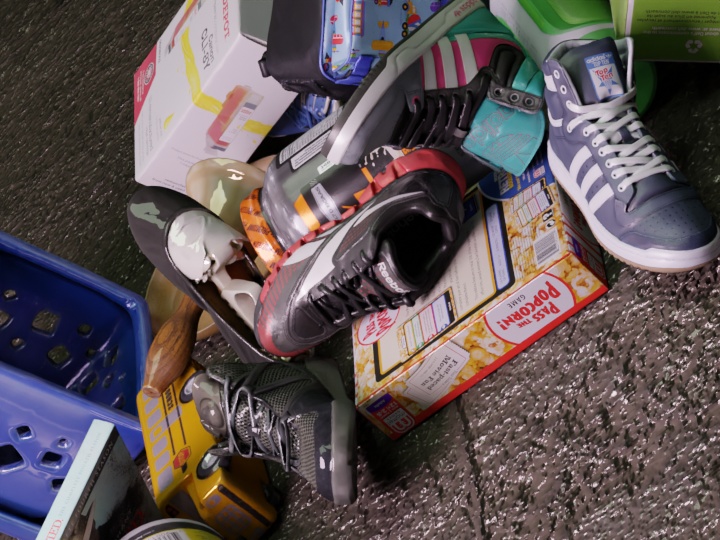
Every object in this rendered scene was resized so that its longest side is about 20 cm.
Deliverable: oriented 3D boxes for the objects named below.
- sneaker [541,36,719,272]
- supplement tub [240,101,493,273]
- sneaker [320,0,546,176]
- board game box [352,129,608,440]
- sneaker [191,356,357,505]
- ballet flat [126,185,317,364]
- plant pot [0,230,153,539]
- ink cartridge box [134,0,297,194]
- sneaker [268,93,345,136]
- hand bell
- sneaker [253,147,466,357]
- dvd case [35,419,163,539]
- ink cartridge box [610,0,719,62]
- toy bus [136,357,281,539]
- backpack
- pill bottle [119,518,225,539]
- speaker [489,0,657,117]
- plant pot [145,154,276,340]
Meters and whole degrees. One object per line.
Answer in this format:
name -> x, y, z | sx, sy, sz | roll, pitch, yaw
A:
sneaker -> 0.176, -0.085, 1.396 | 0.069, 0.109, 0.200 | -16, 34, -14
supplement tub -> 0.011, -0.071, 1.617 | 0.199, 0.123, 0.123 | -36, 31, 17
sneaker -> 0.067, -0.107, 1.480 | 0.200, 0.121, 0.084 | -44, -9, -39
board game box -> 0.079, 0.010, 1.513 | 0.199, 0.046, 0.152 | -36, 31, 23
sneaker -> -0.059, 0.116, 1.484 | 0.200, 0.113, 0.077 | -120, 28, -69
ballet flat -> -0.100, 0.006, 1.621 | 0.068, 0.200, 0.068 | -44, 4, -26
plant pot -> -0.301, 0.104, 1.775 | 0.180, 0.199, 0.201 | -53, 26, 26
ink cartridge box -> -0.122, -0.179, 1.859 | 0.200, 0.083, 0.146 | -49, 33, 37
sneaker -> -0.030, -0.157, 1.841 | 0.199, 0.076, 0.077 | -22, 35, 44
hand bell -> -0.129, 0.019, 1.679 | 0.104, 0.104, 0.201 | -17, 41, 45
sneaker -> 0.000, 0.000, 1.513 | 0.200, 0.071, 0.098 | -41, 27, 13
dvd case -> -0.187, 0.220, 1.503 | 0.022, 0.201, 0.147 | 11, 57, 21
ink cartridge box -> 0.183, -0.220, 1.496 | 0.198, 0.076, 0.148 | 0, 39, 1
toy bus -> -0.121, 0.142, 1.617 | 0.078, 0.065, 0.200 | -43, 29, 12
backpack -> 0.032, -0.224, 1.697 | 0.134, 0.199, 0.185 | 7, 91, 53
pill bottle -> -0.105, 0.256, 1.405 | 0.114, 0.114, 0.200 | -49, 28, -1
speaker -> 0.158, -0.177, 1.587 | 0.088, 0.088, 0.200 | -43, 29, 11
plant pot -> -0.112, -0.014, 1.838 | 0.199, 0.027, 0.201 | -34, 32, 25
